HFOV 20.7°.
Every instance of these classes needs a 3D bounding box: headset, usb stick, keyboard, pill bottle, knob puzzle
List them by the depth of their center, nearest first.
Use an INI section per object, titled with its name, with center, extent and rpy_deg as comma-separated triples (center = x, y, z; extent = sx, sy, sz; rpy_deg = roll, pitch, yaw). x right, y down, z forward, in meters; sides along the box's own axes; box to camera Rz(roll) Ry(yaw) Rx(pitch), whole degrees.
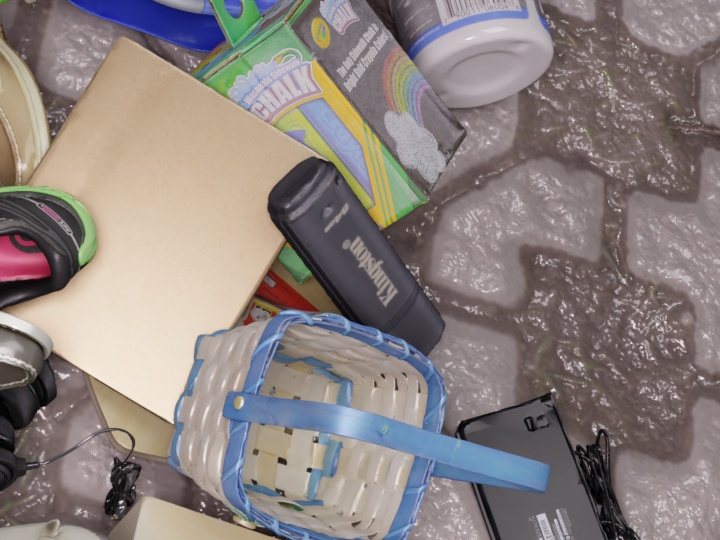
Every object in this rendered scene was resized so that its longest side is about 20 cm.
[headset]
center = -0.232, 0.097, 1.224
extent = 0.200, 0.094, 0.124
rpy_deg = 20, 59, 2
[usb stick]
center = 0.000, 0.000, 1.299
extent = 0.055, 0.200, 0.033
rpy_deg = -44, 46, -7
[knob puzzle]
center = -0.107, 0.053, 1.322
extent = 0.220, 0.030, 0.220
rpy_deg = 11, 59, -20
[keyboard]
center = 0.143, 0.188, 1.384
extent = 0.104, 0.040, 0.200
rpy_deg = -16, 71, -8
[pill bottle]
center = 0.071, -0.237, 1.523
extent = 0.114, 0.114, 0.200
rpy_deg = -1, 64, -28

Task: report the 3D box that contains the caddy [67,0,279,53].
[caddy]
center = -0.131, -0.227, 1.398
extent = 0.200, 0.141, 0.105
rpy_deg = 18, 52, -17

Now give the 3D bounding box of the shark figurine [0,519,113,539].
[shark figurine]
center = -0.167, 0.182, 1.140
extent = 0.090, 0.214, 0.128
rpy_deg = 44, 51, -51

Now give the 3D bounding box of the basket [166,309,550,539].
[basket]
center = -0.006, 0.102, 1.199
extent = 0.176, 0.200, 0.139
rpy_deg = 22, 74, -37

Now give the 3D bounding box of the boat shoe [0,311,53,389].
[boat shoe]
center = -0.280, 0.057, 1.156
extent = 0.202, 0.072, 0.060
rpy_deg = 1, 56, 11

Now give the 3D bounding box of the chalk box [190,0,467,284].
[chalk box]
center = -0.045, -0.118, 1.343
extent = 0.200, 0.124, 0.124
rpy_deg = 51, 29, -11

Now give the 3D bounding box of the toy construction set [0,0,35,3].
[toy construction set]
center = -0.232, -0.259, 1.297
extent = 0.092, 0.131, 0.200
rpy_deg = -11, 64, -25

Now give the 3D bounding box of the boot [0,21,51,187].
[boot]
center = -0.299, -0.119, 1.293
extent = 0.155, 0.072, 0.200
rpy_deg = -14, 65, -33

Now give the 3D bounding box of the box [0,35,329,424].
[box]
center = -0.137, -0.026, 1.266
extent = 0.163, 0.021, 0.200
rpy_deg = 31, 82, -2

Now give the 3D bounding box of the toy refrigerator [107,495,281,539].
[toy refrigerator]
center = -0.061, 0.208, 1.233
extent = 0.200, 0.076, 0.070
rpy_deg = 21, 56, -15

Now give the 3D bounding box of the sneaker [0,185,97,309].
[sneaker]
center = -0.262, -0.009, 1.197
extent = 0.200, 0.077, 0.084
rpy_deg = -8, 25, 4
